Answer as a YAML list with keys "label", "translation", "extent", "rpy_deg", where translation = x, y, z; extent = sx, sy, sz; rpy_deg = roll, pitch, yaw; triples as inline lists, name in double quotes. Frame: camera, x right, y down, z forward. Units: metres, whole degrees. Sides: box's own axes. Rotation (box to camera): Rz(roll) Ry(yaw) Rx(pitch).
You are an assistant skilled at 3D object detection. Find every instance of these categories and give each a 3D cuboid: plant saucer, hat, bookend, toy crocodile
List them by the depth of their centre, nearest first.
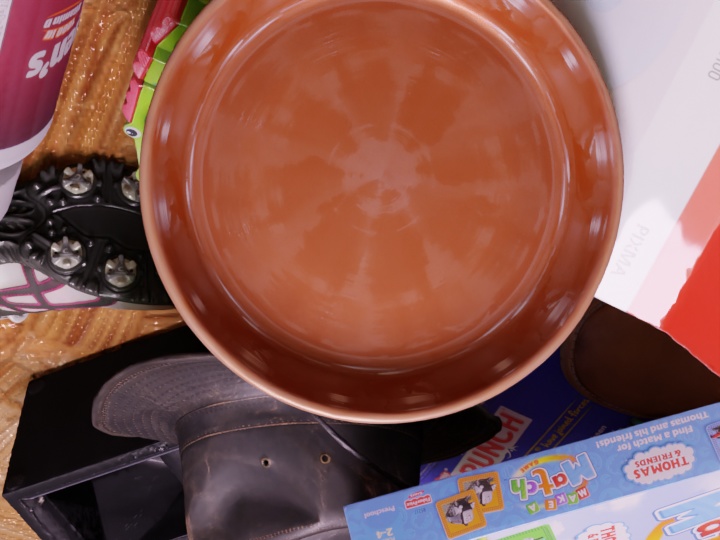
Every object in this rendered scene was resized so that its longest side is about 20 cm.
- label: "plant saucer"
  translation: [0.008, -0.038, 0.795]
  extent: [0.199, 0.032, 0.201]
  rpy_deg: [0, 91, -7]
- label: "toy crocodile"
  translation: [-0.078, -0.098, 0.876]
  extent: [0.062, 0.068, 0.200]
  rpy_deg: [21, 154, -8]
- label: "hat"
  translation: [-0.032, 0.103, 0.924]
  extent: [0.199, 0.081, 0.201]
  rpy_deg: [2, 161, 1]
- label: "bookend"
  translation: [-0.064, 0.129, 1.103]
  extent: [0.198, 0.092, 0.200]
  rpy_deg: [-19, 128, 18]

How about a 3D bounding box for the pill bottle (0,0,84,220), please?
- label: "pill bottle"
  translation: [-0.187, -0.115, 0.891]
  extent: [0.109, 0.110, 0.200]
  rpy_deg: [15, 130, -9]

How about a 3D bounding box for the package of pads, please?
- label: "package of pads"
  translation: [0.000, 0.000, 0.919]
  extent: [0.120, 0.076, 0.200]
  rpy_deg: [19, 176, 11]

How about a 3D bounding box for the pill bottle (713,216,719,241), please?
- label: "pill bottle"
  translation: [0.251, -0.027, 0.875]
  extent: [0.200, 0.116, 0.117]
  rpy_deg: [-36, 134, -24]

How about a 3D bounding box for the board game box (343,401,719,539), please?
- label: "board game box"
  translation: [0.103, 0.124, 0.902]
  extent: [0.199, 0.037, 0.151]
  rpy_deg: [-17, 151, 2]

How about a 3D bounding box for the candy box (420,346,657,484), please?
- label: "candy box"
  translation: [0.136, 0.104, 1.079]
  extent: [0.199, 0.077, 0.169]
  rpy_deg: [25, 127, -20]

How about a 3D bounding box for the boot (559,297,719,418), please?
- label: "boot"
  translation: [0.209, 0.065, 0.934]
  extent: [0.199, 0.155, 0.077]
  rpy_deg: [18, 96, -20]

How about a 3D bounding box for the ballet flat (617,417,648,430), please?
- label: "ballet flat"
  translation: [0.215, 0.137, 1.007]
  extent: [0.199, 0.070, 0.070]
  rpy_deg: [20, 129, -11]

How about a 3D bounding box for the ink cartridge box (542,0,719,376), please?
- label: "ink cartridge box"
  translation: [0.129, -0.058, 0.807]
  extent: [0.047, 0.200, 0.161]
  rpy_deg: [3, 121, -48]

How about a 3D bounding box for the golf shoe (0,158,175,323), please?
- label: "golf shoe"
  translation: [-0.166, -0.011, 1.016]
  extent: [0.199, 0.078, 0.088]
  rpy_deg: [9, 151, -2]
